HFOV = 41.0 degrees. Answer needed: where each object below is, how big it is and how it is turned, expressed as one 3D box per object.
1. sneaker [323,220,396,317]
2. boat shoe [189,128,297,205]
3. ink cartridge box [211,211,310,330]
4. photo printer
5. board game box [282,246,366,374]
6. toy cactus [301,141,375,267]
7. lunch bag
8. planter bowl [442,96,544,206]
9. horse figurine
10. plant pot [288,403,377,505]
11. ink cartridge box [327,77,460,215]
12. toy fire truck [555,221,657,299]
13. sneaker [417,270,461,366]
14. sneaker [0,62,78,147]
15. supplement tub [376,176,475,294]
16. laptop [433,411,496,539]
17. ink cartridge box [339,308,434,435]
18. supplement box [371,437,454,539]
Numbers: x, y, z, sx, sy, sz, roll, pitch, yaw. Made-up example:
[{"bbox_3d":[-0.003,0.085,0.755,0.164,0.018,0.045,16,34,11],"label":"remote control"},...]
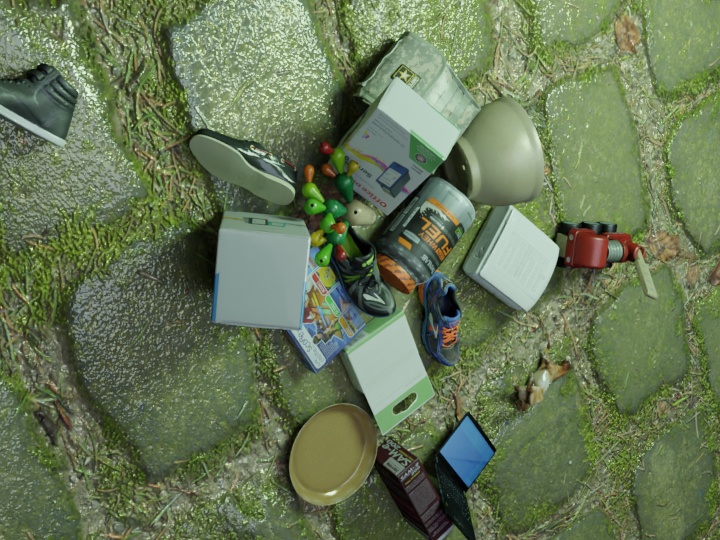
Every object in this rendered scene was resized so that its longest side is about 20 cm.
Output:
[{"bbox_3d":[0.000,-0.001,1.726,0.070,0.082,0.202,-35,99,-23],"label":"sneaker"},{"bbox_3d":[-0.192,-0.181,1.599,0.199,0.073,0.064,27,51,-25],"label":"boat shoe"},{"bbox_3d":[-0.161,-0.005,1.554,0.143,0.200,0.150,5,100,-7],"label":"ink cartridge box"},{"bbox_3d":[0.316,-0.020,1.969,0.199,0.069,0.168,33,83,-35],"label":"photo printer"},{"bbox_3d":[-0.088,0.068,1.743,0.135,0.034,0.202,-41,120,-19],"label":"board game box"},{"bbox_3d":[-0.029,-0.107,1.637,0.164,0.101,0.205,7,80,-50],"label":"toy cactus"},{"bbox_3d":[0.095,-0.303,1.725,0.200,0.117,0.165,47,72,-28],"label":"lunch bag"},{"bbox_3d":[0.234,-0.208,1.800,0.133,0.200,0.204,-19,112,-18],"label":"planter bowl"},{"bbox_3d":[0.385,0.235,2.084,0.201,0.049,0.134,-49,140,-23],"label":"horse figurine"},{"bbox_3d":[-0.055,0.348,1.841,0.197,0.027,0.204,-9,106,-32],"label":"plant pot"},{"bbox_3d":[0.052,-0.207,1.643,0.144,0.200,0.088,37,54,-10],"label":"ink cartridge box"},{"bbox_3d":[0.529,-0.023,2.030,0.173,0.199,0.132,-1,102,-33],"label":"toy fire truck"},{"bbox_3d":[0.163,0.100,1.892,0.074,0.078,0.204,-24,114,-25],"label":"sneaker"},{"bbox_3d":[-0.492,-0.264,1.375,0.199,0.070,0.101,29,84,-41],"label":"sneaker"},{"bbox_3d":[0.113,-0.063,1.791,0.201,0.122,0.123,-52,123,-11],"label":"supplement tub"},{"bbox_3d":[0.229,0.432,1.983,0.102,0.202,0.178,-24,135,14],"label":"laptop"},{"bbox_3d":[0.051,0.193,1.859,0.144,0.048,0.203,-33,118,-22],"label":"ink cartridge box"},{"bbox_3d":[0.103,0.441,1.920,0.061,0.108,0.202,-37,120,-18],"label":"supplement box"}]
